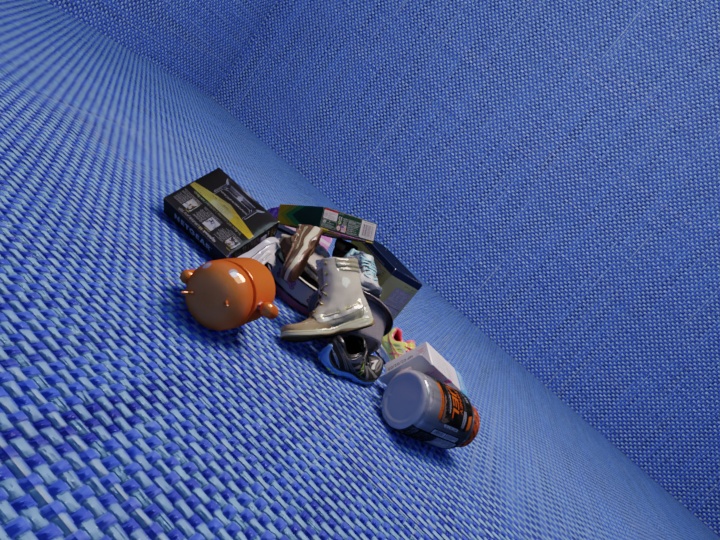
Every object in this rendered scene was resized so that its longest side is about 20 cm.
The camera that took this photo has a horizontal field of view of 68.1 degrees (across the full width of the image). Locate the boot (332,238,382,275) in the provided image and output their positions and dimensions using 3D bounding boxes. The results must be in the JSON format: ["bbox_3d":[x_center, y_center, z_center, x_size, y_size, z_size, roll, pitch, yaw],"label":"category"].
[{"bbox_3d":[-0.037,0.027,1.389,0.069,0.175,0.200,11,18,-41],"label":"boot"}]

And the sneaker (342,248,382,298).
[{"bbox_3d":[0.000,0.000,1.226,0.077,0.087,0.200,31,3,-31],"label":"sneaker"}]

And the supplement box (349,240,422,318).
[{"bbox_3d":[0.022,0.040,1.474,0.134,0.200,0.200,29,14,-45],"label":"supplement box"}]

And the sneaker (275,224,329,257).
[{"bbox_3d":[-0.177,-0.059,1.413,0.199,0.081,0.076,22,-16,11],"label":"sneaker"}]

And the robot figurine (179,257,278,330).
[{"bbox_3d":[-0.212,0.037,0.889,0.144,0.116,0.200,59,12,3],"label":"robot figurine"}]

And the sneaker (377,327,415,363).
[{"bbox_3d":[0.112,0.219,1.335,0.078,0.090,0.200,30,15,-49],"label":"sneaker"}]

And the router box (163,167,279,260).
[{"bbox_3d":[-0.303,-0.118,1.167,0.200,0.052,0.157,42,53,12],"label":"router box"}]

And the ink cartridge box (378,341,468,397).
[{"bbox_3d":[0.134,0.233,1.162,0.200,0.115,0.068,45,23,-34],"label":"ink cartridge box"}]

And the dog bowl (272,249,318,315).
[{"bbox_3d":[-0.142,0.033,1.287,0.200,0.074,0.200,38,11,-9],"label":"dog bowl"}]

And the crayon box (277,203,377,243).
[{"bbox_3d":[-0.087,-0.122,1.383,0.172,0.059,0.199,12,-1,43],"label":"crayon box"}]

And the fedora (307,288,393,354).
[{"bbox_3d":[-0.024,0.124,1.169,0.199,0.177,0.091,31,43,-24],"label":"fedora"}]

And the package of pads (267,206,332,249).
[{"bbox_3d":[-0.198,-0.120,1.638,0.200,0.076,0.120,32,-21,-37],"label":"package of pads"}]

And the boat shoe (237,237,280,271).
[{"bbox_3d":[-0.217,-0.010,1.145,0.065,0.074,0.200,38,33,4],"label":"boat shoe"}]

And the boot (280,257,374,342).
[{"bbox_3d":[-0.077,0.056,1.063,0.199,0.072,0.156,-9,80,-27],"label":"boot"}]

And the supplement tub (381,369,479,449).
[{"bbox_3d":[0.147,0.286,1.076,0.199,0.123,0.123,31,13,-37],"label":"supplement tub"}]

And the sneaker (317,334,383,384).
[{"bbox_3d":[-0.005,0.181,1.102,0.199,0.083,0.071,30,13,-51],"label":"sneaker"}]

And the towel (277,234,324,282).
[{"bbox_3d":[-0.111,-0.014,1.297,0.200,0.035,0.132,43,12,15],"label":"towel"}]

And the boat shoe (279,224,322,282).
[{"bbox_3d":[-0.149,-0.043,1.187,0.074,0.075,0.203,23,30,1],"label":"boat shoe"}]
